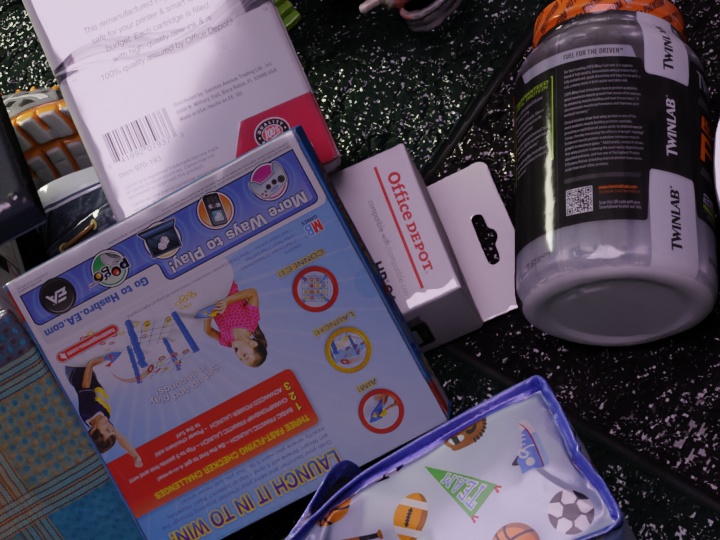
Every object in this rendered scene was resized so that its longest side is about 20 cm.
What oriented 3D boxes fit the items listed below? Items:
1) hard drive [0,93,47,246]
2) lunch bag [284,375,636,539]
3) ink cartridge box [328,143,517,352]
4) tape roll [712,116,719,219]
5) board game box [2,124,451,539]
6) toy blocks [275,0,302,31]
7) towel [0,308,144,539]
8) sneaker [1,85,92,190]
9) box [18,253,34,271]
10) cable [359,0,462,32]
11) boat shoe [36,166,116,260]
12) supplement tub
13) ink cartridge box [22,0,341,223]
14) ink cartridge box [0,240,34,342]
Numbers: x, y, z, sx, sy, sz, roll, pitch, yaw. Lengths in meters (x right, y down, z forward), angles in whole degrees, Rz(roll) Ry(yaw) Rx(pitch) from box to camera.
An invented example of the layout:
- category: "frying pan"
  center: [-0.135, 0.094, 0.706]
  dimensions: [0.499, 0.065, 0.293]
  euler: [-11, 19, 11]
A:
- category: "hard drive"
  center: [-0.308, -0.043, 1.332]
  dimensions: [0.200, 0.033, 0.140]
  euler: [-27, 57, 3]
- category: "lunch bag"
  center: [0.051, 0.170, 1.183]
  dimensions: [0.200, 0.170, 0.124]
  euler: [-30, 56, 3]
- category: "ink cartridge box"
  center: [0.000, 0.000, 1.342]
  dimensions: [0.200, 0.068, 0.116]
  euler: [-24, 62, 5]
- category: "tape roll"
  center: [0.311, -0.056, 1.253]
  dimensions: [0.200, 0.066, 0.201]
  euler: [-4, 72, 13]
- category: "board game box"
  center: [-0.077, 0.045, 1.266]
  dimensions: [0.200, 0.056, 0.196]
  euler: [-27, 95, 6]
- category: "toy blocks"
  center: [-0.136, -0.254, 1.472]
  dimensions: [0.100, 0.137, 0.200]
  euler: [-40, 59, -4]
- category: "towel"
  center: [-0.225, 0.133, 1.294]
  dimensions: [0.146, 0.200, 0.022]
  euler: [-28, 23, 4]
- category: "sneaker"
  center: [-0.243, -0.095, 1.468]
  dimensions: [0.200, 0.078, 0.077]
  euler: [-17, 47, 5]
- category: "box"
  center: [-0.291, 0.098, 1.401]
  dimensions: [0.158, 0.048, 0.200]
  euler: [-11, 61, 13]
- category: "cable"
  center: [0.074, -0.235, 1.442]
  dimensions: [0.200, 0.050, 0.097]
  euler: [-33, 52, 2]
- category: "boat shoe"
  center: [-0.119, -0.041, 1.407]
  dimensions: [0.200, 0.071, 0.091]
  euler: [-24, 66, 9]
- category: "supplement tub"
  center: [0.155, -0.065, 1.293]
  dimensions: [0.122, 0.123, 0.200]
  euler: [-5, 64, 16]
- category: "ink cartridge box"
  center: [-0.116, -0.129, 1.338]
  dimensions: [0.145, 0.083, 0.200]
  euler: [-23, 86, -1]
- category: "ink cartridge box"
  center: [-0.292, 0.024, 1.361]
  dimensions: [0.145, 0.084, 0.200]
  euler: [-26, 58, 5]
